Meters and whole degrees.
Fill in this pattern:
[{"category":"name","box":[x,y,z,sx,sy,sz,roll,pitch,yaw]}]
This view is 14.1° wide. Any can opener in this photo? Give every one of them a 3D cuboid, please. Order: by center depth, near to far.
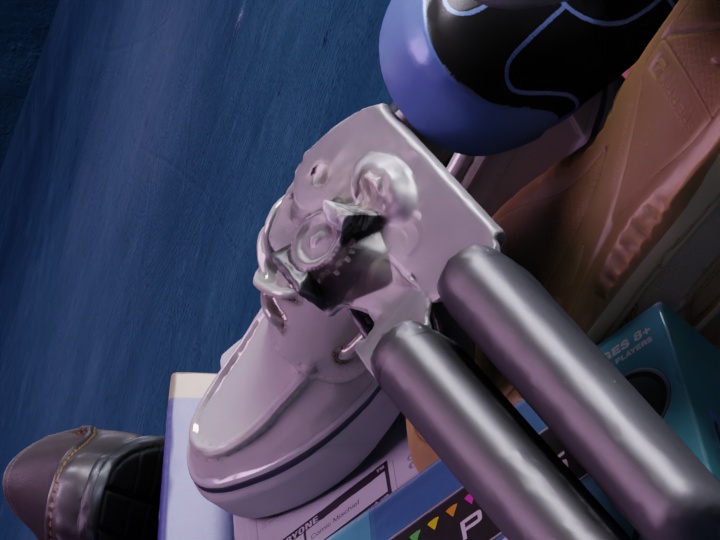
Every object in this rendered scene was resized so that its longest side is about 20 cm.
[{"category":"can opener","box":[0.040,0.027,0.777,0.053,0.067,0.200,-48,47,9]}]

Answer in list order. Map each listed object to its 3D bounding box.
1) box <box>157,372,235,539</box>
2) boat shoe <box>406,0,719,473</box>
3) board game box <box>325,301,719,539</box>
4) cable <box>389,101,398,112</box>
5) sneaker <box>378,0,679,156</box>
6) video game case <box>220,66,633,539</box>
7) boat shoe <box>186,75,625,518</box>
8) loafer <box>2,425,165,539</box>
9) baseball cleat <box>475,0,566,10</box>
[{"category":"box","box":[-0.061,0.153,1.062,0.121,0.032,0.201,96,174,-54]},{"category":"boat shoe","box":[0.088,-0.004,0.831,0.200,0.069,0.074,-51,34,31]},{"category":"board game box","box":[0.051,0.125,0.752,0.151,0.047,0.200,-37,36,21]},{"category":"cable","box":[0.063,-0.066,0.976,0.163,0.051,0.200,-42,24,8]},{"category":"sneaker","box":[0.086,-0.109,0.847,0.200,0.070,0.078,-42,0,-34]},{"category":"video game case","box":[0.037,0.020,0.967,0.200,0.022,0.182,-38,24,14]},{"category":"boat shoe","box":[0.000,0.000,0.910,0.200,0.066,0.072,-42,38,29]},{"category":"loafer","box":[-0.111,0.097,1.173,0.200,0.072,0.073,73,-149,-81]},{"category":"baseball cleat","box":[0.117,-0.108,0.748,0.200,0.106,0.070,-32,36,38]}]
